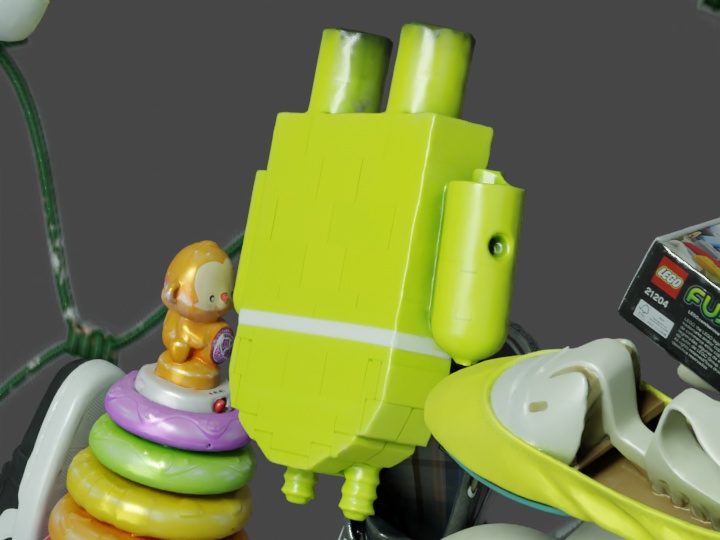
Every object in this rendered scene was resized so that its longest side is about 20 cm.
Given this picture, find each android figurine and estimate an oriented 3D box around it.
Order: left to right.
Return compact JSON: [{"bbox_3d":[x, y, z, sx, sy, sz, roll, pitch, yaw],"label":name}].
[{"bbox_3d":[0.000,0.000,0.968,0.182,0.041,0.201,3,84,57],"label":"android figurine"}]

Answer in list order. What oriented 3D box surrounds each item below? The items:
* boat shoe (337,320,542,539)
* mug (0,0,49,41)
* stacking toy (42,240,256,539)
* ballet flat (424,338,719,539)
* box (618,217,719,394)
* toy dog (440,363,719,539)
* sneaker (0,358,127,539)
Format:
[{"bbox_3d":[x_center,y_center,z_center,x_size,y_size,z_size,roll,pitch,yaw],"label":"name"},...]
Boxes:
[{"bbox_3d":[0.019,0.108,1.013,0.069,0.057,0.201,35,120,27],"label":"boat shoe"},{"bbox_3d":[-0.140,-0.187,0.993,0.175,0.147,0.201,125,149,-43],"label":"mug"},{"bbox_3d":[-0.085,0.082,1.063,0.110,0.116,0.201,24,108,34],"label":"stacking toy"},{"bbox_3d":[0.100,0.062,0.824,0.200,0.067,0.067,30,142,38],"label":"ballet flat"},{"bbox_3d":[0.197,0.050,0.825,0.200,0.110,0.035,39,121,24],"label":"box"},{"bbox_3d":[0.093,0.141,0.914,0.200,0.139,0.195,-17,82,40],"label":"toy dog"},{"bbox_3d":[-0.178,0.118,1.160,0.112,0.073,0.201,27,118,29],"label":"sneaker"}]
